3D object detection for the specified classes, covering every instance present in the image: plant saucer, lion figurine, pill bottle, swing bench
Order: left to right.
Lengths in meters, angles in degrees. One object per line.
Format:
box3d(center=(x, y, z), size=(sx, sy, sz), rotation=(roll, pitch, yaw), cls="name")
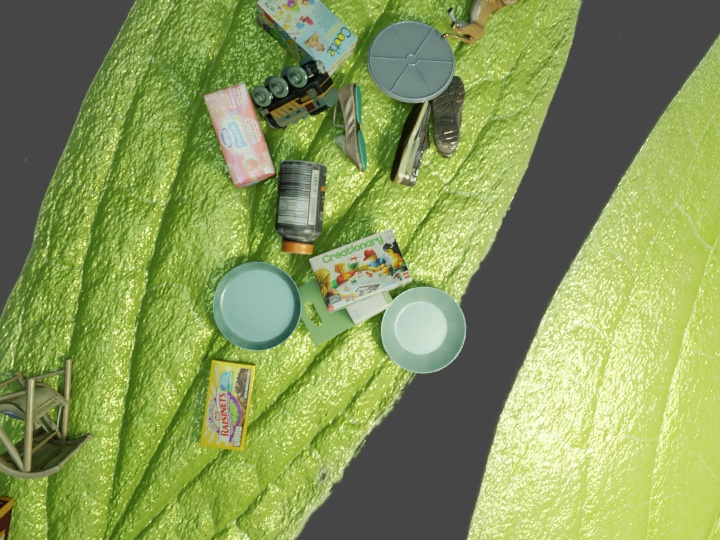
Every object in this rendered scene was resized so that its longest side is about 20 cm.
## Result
box3d(center=(-0.677, 0.311, 1.287), size=(0.129, 0.199, 0.201), rotation=(-14, 94, -4), cls="swing bench")
box3d(center=(-0.233, 0.081, 1.399), size=(0.199, 0.027, 0.201), rotation=(0, 93, -1), cls="plant saucer")
box3d(center=(-0.134, -0.137, 1.362), size=(0.106, 0.106, 0.201), rotation=(5, 93, -6), cls="pill bottle")
box3d(center=(0.144, 0.137, 1.439), size=(0.200, 0.039, 0.202), rotation=(0, 92, -6), cls="plant saucer")
box3d(center=(0.271, -0.585, 1.397), size=(0.122, 0.072, 0.201), rotation=(26, 102, -34), cls="lion figurine")

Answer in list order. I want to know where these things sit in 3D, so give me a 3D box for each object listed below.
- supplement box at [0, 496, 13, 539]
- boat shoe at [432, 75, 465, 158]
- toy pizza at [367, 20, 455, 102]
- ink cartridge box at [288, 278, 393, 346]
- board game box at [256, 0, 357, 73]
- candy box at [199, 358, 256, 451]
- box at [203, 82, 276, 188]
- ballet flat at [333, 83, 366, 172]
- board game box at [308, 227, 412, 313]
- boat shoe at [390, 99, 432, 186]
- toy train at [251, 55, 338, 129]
box3d(center=(-0.849, 0.601, 1.287), size=(0.132, 0.197, 0.201), rotation=(9, 92, -6), cls="supplement box")
box3d(center=(0.195, -0.347, 1.401), size=(0.074, 0.073, 0.201), rotation=(8, 72, 6), cls="boat shoe")
box3d(center=(0.114, -0.468, 1.390), size=(0.199, 0.032, 0.201), rotation=(1, 78, -4), cls="toy pizza")
box3d(center=(-0.046, 0.060, 1.395), size=(0.199, 0.048, 0.146), rotation=(-28, 80, -5), cls="ink cartridge box")
box3d(center=(-0.118, -0.523, 1.340), size=(0.200, 0.103, 0.105), rotation=(43, 84, -6), cls="board game box")
box3d(center=(-0.303, 0.307, 1.411), size=(0.102, 0.026, 0.201), rotation=(8, 92, -3), cls="candy box")
box3d(center=(-0.259, -0.289, 1.343), size=(0.094, 0.103, 0.201), rotation=(-19, 96, -4), cls="box")
box3d(center=(-0.026, -0.317, 1.391), size=(0.067, 0.068, 0.201), rotation=(-5, 88, 14), cls="ballet flat")
box3d(center=(0.000, 0.000, 1.364), size=(0.199, 0.035, 0.127), rotation=(-21, 79, -4), cls="board game box")
box3d(center=(0.125, -0.288, 1.402), size=(0.065, 0.073, 0.201), rotation=(20, 92, -20), cls="boat shoe")
box3d(center=(-0.143, -0.374, 1.320), size=(0.199, 0.085, 0.114), rotation=(-16, 118, 35), cls="toy train")
